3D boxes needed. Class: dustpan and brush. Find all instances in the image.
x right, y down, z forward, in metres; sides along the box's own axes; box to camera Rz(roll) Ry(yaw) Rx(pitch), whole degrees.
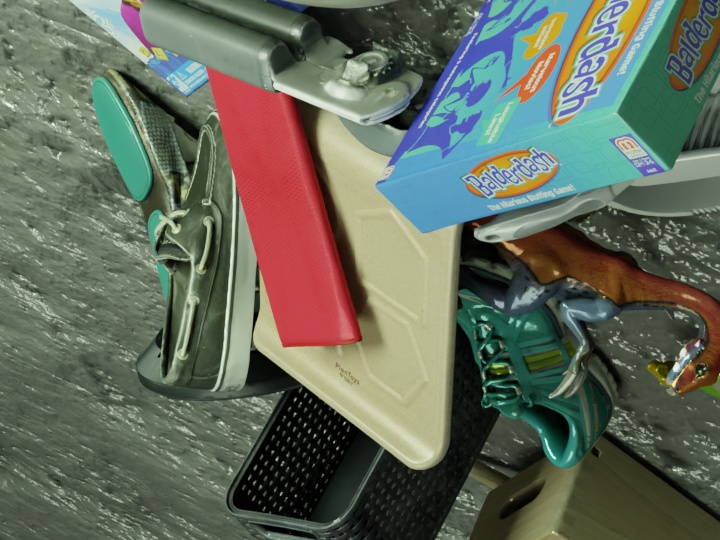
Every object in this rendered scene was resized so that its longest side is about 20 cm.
[{"bbox_3d":[0.152,-0.057,1.021,0.198,0.058,0.139,-11,152,27],"label":"dustpan and brush"}]

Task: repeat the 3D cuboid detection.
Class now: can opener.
[{"bbox_3d":[-0.045,-0.113,1.106,0.199,0.053,0.067,24,140,37],"label":"can opener"}]

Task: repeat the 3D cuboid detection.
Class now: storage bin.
[{"bbox_3d":[0.006,0.134,1.450,0.134,0.201,0.094,2,141,45],"label":"storage bin"}]

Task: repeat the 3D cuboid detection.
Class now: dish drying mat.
[{"bbox_3d":[-0.049,-0.050,1.190,0.076,0.018,0.202,-3,104,52],"label":"dish drying mat"}]

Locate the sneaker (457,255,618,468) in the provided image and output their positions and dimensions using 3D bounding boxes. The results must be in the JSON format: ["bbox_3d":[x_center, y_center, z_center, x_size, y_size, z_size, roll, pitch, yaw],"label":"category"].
[{"bbox_3d":[0.113,0.062,1.350,0.200,0.080,0.077,46,150,-26],"label":"sneaker"}]

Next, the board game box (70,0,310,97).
[{"bbox_3d":[-0.135,-0.212,1.180,0.199,0.041,0.200,39,152,-15],"label":"board game box"}]

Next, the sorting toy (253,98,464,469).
[{"bbox_3d":[0.000,0.000,1.199,0.185,0.036,0.202,34,133,37],"label":"sorting toy"}]

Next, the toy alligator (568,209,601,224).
[{"bbox_3d":[0.127,-0.082,1.123,0.200,0.059,0.055,81,165,-73],"label":"toy alligator"}]

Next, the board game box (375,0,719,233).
[{"bbox_3d":[0.110,-0.104,0.985,0.045,0.153,0.199,42,151,-22],"label":"board game box"}]

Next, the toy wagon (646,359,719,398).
[{"bbox_3d":[0.275,0.084,1.223,0.199,0.040,0.155,23,170,39],"label":"toy wagon"}]

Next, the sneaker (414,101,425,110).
[{"bbox_3d":[0.019,-0.048,1.248,0.074,0.088,0.199,41,152,-20],"label":"sneaker"}]

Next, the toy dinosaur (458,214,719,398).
[{"bbox_3d":[0.132,0.013,1.160,0.180,0.106,0.200,6,153,30],"label":"toy dinosaur"}]

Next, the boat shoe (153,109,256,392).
[{"bbox_3d":[-0.108,-0.018,1.316,0.063,0.202,0.071,5,166,-21],"label":"boat shoe"}]

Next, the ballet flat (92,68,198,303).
[{"bbox_3d":[-0.135,-0.057,1.395,0.072,0.071,0.202,-35,74,62],"label":"ballet flat"}]

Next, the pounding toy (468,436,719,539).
[{"bbox_3d":[0.171,0.219,1.532,0.183,0.143,0.200,36,143,-11],"label":"pounding toy"}]

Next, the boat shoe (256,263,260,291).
[{"bbox_3d":[-0.056,-0.016,1.419,0.075,0.062,0.199,45,166,-30],"label":"boat shoe"}]

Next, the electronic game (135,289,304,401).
[{"bbox_3d":[-0.070,0.055,1.425,0.199,0.199,0.042,4,112,42],"label":"electronic game"}]

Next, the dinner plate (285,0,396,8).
[{"bbox_3d":[-0.030,-0.207,1.030,0.198,0.024,0.201,9,144,6],"label":"dinner plate"}]
